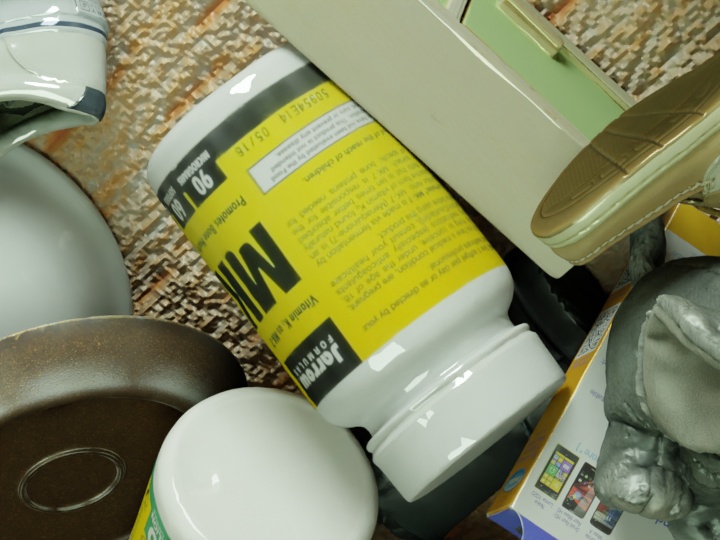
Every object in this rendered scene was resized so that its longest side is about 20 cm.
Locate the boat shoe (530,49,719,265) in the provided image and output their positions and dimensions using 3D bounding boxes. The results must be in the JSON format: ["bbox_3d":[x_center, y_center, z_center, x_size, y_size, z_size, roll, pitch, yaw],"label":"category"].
[{"bbox_3d":[0.168,-0.058,1.247,0.200,0.074,0.067,-36,108,-5],"label":"boat shoe"}]

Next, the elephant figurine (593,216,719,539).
[{"bbox_3d":[0.189,0.047,1.213,0.155,0.142,0.200,31,160,-8],"label":"elephant figurine"}]

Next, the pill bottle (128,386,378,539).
[{"bbox_3d":[-0.066,0.156,1.422,0.112,0.113,0.200,23,142,0],"label":"pill bottle"}]

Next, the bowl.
[{"bbox_3d":[-0.222,0.029,1.436,0.200,0.091,0.202,6,122,10],"label":"bowl"}]

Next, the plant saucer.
[{"bbox_3d":[-0.150,0.096,1.426,0.199,0.032,0.201,-13,146,-9],"label":"plant saucer"}]

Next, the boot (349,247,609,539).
[{"bbox_3d":[0.081,0.090,1.406,0.162,0.073,0.198,-36,100,27],"label":"boot"}]

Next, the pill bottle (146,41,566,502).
[{"bbox_3d":[0.000,0.000,1.309,0.114,0.114,0.200,-42,81,31],"label":"pill bottle"}]

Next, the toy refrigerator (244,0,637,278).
[{"bbox_3d":[0.047,-0.097,1.299,0.200,0.076,0.070,41,122,-11],"label":"toy refrigerator"}]

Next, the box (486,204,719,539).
[{"bbox_3d":[0.147,0.082,1.323,0.119,0.201,0.041,34,164,-8],"label":"box"}]

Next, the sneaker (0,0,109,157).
[{"bbox_3d":[-0.213,-0.079,1.365,0.199,0.071,0.073,-16,156,22],"label":"sneaker"}]
